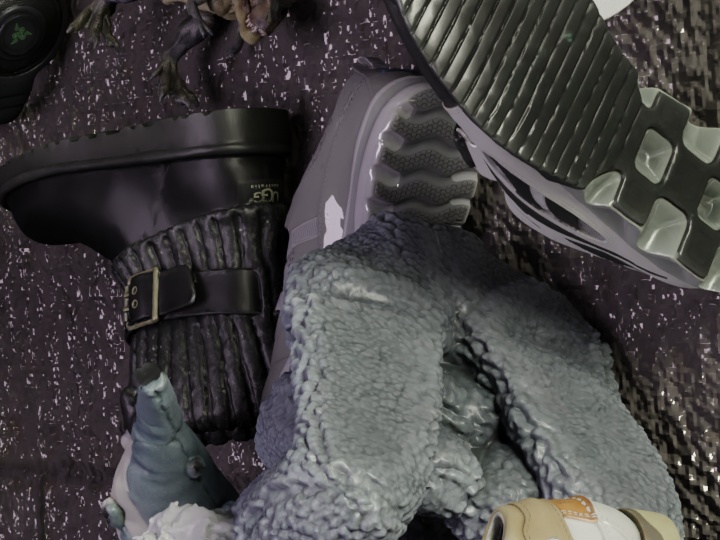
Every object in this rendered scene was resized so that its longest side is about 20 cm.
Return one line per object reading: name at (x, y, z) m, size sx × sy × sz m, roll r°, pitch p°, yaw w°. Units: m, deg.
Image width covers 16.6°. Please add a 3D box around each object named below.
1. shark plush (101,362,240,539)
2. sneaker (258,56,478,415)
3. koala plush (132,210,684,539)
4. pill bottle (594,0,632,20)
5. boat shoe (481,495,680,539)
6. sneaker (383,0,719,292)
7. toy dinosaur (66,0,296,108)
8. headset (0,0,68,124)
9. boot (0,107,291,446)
shark plush at (-0.065, 0.100, 1.121) m, size 0.083 × 0.091 × 0.200 m, roll 13°, pitch 133°, yaw 24°
sneaker at (0.000, 0.000, 1.103) m, size 0.082 × 0.075 × 0.200 m, roll 48°, pitch 123°, yaw 55°
koala plush at (0.005, 0.100, 1.025) m, size 0.184 × 0.177 × 0.200 m, roll -104°, pitch 33°, yaw -44°
pill bottle at (0.032, -0.168, 0.996) m, size 0.200 × 0.111 × 0.112 m, roll 33°, pitch 119°, yaw 45°
boat shoe at (0.072, 0.175, 0.858) m, size 0.075 × 0.068 × 0.200 m, roll 132°, pitch 145°, yaw -52°
sneaker at (0.065, -0.054, 0.917) m, size 0.088 × 0.200 × 0.074 m, roll -1°, pitch 53°, yaw 55°
toy dinosaur at (-0.095, -0.138, 1.216) m, size 0.200 × 0.047 × 0.088 m, roll 42°, pitch 110°, yaw 42°
headset at (-0.217, -0.160, 1.328) m, size 0.124 × 0.094 × 0.200 m, roll 61°, pitch 147°, yaw 27°
boot at (-0.105, 0.010, 1.213) m, size 0.211 × 0.079 × 0.158 m, roll -8°, pitch 88°, yaw 51°
